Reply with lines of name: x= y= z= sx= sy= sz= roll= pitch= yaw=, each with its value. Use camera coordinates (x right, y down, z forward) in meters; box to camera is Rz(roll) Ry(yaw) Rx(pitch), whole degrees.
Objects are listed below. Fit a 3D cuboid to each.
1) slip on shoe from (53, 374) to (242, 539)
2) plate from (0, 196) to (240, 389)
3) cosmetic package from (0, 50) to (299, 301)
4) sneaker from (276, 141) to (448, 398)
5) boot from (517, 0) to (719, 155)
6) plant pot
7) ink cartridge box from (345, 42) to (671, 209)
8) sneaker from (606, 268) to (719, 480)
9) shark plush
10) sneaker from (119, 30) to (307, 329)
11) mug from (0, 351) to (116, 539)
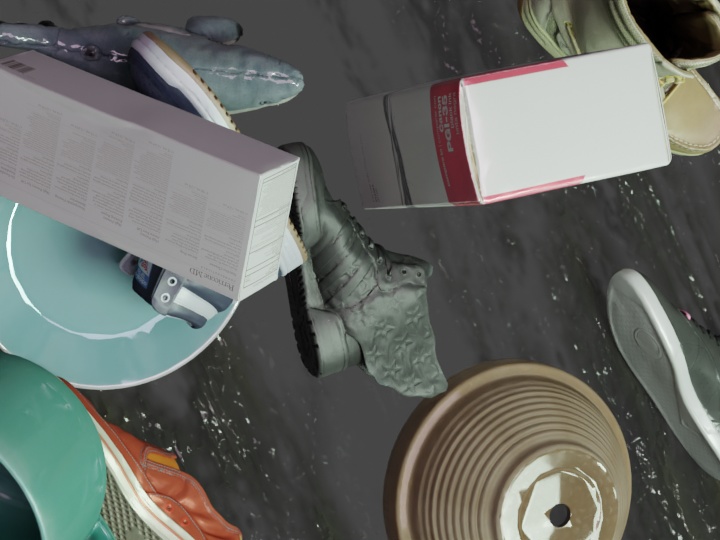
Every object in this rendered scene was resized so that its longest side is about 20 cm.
slip on shoe: x=-0.155 y=0.141 z=1.199 sx=0.200 sy=0.074 sz=0.061 roll=47 pitch=45 yaw=-14
plate: x=-0.167 y=-0.020 z=1.183 sx=0.199 sy=0.026 sz=0.202 roll=-6 pitch=107 yaw=-19
cosmetic package: x=-0.137 y=-0.060 z=1.067 sx=0.051 sy=0.199 sz=0.083 roll=-30 pitch=138 yaw=-57
sneaker: x=0.001 y=0.000 z=1.252 sx=0.104 sy=0.060 sz=0.201 roll=-14 pitch=105 yaw=-20
boot: x=0.220 y=-0.149 z=1.277 sx=0.200 sy=0.154 sz=0.072 roll=38 pitch=80 yaw=-21
plant pot: x=0.125 y=0.169 z=1.301 sx=0.199 sy=0.093 sz=0.203 roll=-2 pitch=95 yaw=-24
ink cartridge box: x=0.093 y=-0.094 z=1.205 sx=0.146 sy=0.200 sz=0.083 roll=-13 pitch=96 yaw=-21
sneaker: x=0.264 y=0.057 z=1.365 sx=0.099 sy=0.071 sz=0.201 roll=-41 pitch=114 yaw=-17
shark plush: x=-0.139 y=-0.147 z=1.163 sx=0.199 sy=0.083 sz=0.091 roll=22 pitch=86 yaw=-23
sneaker: x=-0.119 y=-0.048 z=1.131 sx=0.108 sy=0.070 sz=0.201 roll=-36 pitch=127 yaw=-8
mug: x=-0.231 y=0.141 z=1.116 sx=0.114 sy=0.151 sz=0.186 roll=-53 pitch=129 yaw=-58
